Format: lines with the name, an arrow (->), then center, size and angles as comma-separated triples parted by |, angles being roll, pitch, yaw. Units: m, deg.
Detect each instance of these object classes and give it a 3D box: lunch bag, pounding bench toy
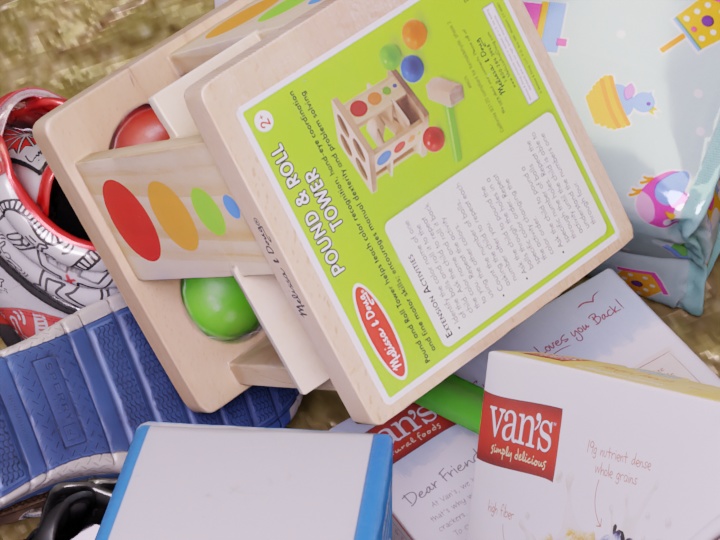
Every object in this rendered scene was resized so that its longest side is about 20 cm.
lunch bag -> 0.099, -0.108, 0.938 | 0.170, 0.122, 0.201 | 19, 73, 18
pounding bench toy -> 0.000, 0.000, 0.817 | 0.124, 0.201, 0.156 | -35, 15, -27

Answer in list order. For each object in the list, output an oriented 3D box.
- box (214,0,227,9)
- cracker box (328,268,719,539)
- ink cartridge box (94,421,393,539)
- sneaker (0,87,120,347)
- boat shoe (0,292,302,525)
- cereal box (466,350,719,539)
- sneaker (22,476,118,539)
box -> -0.006, -0.177, 1.081 | 0.041, 0.039, 0.200 | 18, 54, 19
cracker box -> 0.097, 0.106, 0.822 | 0.134, 0.058, 0.200 | -28, 54, -17
ink cartridge box -> -0.035, 0.167, 0.667 | 0.084, 0.201, 0.146 | 1, 27, 5
sneaker -> -0.158, -0.053, 0.905 | 0.201, 0.108, 0.067 | 44, 55, 10
boat shoe -> -0.114, 0.055, 0.864 | 0.199, 0.072, 0.073 | -10, 79, -37
cereal box -> 0.078, 0.131, 0.693 | 0.039, 0.201, 0.144 | 5, 2, -29
sneaker -> -0.106, 0.111, 0.803 | 0.199, 0.104, 0.060 | -5, 52, 0
